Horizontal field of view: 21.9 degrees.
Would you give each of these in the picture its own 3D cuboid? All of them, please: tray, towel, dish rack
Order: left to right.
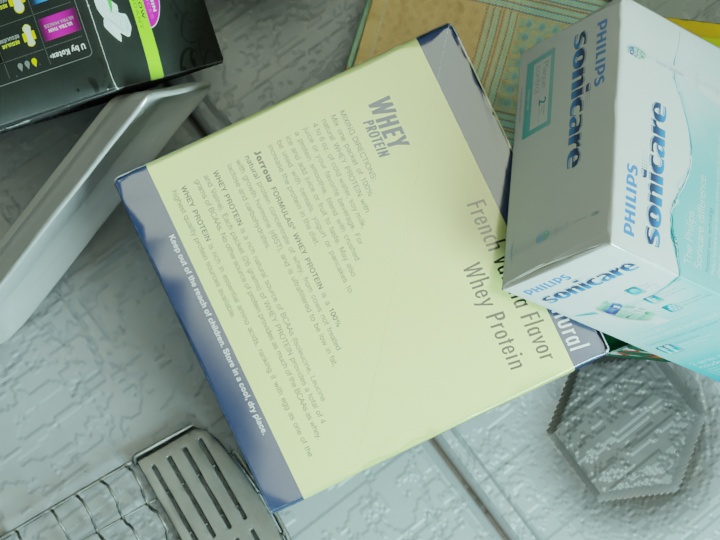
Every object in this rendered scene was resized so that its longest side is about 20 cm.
[{"bbox_3d":[-0.163,-0.030,1.016,0.022,0.107,0.200,41,105,3],"label":"tray"},{"bbox_3d":[-0.133,0.186,1.052,0.200,0.055,0.153,-30,87,-12],"label":"dish rack"},{"bbox_3d":[0.063,-0.110,1.123,0.147,0.022,0.200,16,88,-1],"label":"towel"}]

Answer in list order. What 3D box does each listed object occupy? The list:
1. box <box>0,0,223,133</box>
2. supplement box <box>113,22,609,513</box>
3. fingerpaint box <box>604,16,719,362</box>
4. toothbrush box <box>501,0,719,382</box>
[{"bbox_3d":[-0.183,-0.184,1.018,0.124,0.149,0.200,-16,97,21],"label":"box"},{"bbox_3d":[0.000,0.000,1.040,0.200,0.134,0.200,-26,89,-2],"label":"supplement box"},{"bbox_3d":[0.240,-0.041,1.133,0.167,0.073,0.200,5,81,-7],"label":"fingerpaint box"},{"bbox_3d":[0.180,-0.033,0.987,0.200,0.085,0.146,22,61,-31],"label":"toothbrush box"}]
